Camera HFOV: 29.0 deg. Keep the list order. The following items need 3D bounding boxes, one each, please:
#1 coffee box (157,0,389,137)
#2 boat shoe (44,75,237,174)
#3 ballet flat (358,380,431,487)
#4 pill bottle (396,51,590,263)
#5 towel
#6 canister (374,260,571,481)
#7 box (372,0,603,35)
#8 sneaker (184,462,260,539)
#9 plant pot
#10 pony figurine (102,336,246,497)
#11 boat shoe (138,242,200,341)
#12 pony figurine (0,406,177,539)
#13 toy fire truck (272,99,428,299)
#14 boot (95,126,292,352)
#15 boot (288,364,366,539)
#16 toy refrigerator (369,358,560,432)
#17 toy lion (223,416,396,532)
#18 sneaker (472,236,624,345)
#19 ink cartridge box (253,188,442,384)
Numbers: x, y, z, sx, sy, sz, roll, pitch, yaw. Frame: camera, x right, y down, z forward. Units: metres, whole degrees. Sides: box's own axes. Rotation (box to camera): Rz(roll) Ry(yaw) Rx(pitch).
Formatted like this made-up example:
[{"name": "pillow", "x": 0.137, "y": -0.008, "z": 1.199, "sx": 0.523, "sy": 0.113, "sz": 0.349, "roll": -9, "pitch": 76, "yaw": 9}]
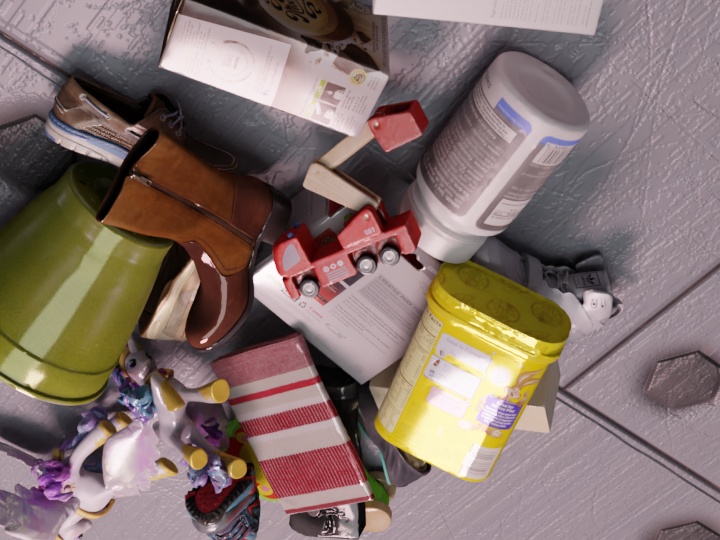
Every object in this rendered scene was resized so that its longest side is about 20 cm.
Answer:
[{"name": "coffee box", "x": -0.078, "y": -0.214, "z": 1.289, "sx": 0.199, "sy": 0.113, "sz": 0.080, "roll": 18, "pitch": 127, "yaw": -15}, {"name": "boat shoe", "x": -0.208, "y": -0.136, "z": 1.382, "sx": 0.199, "sy": 0.072, "sz": 0.073, "roll": 16, "pitch": 118, "yaw": -20}, {"name": "ballet flat", "x": 0.042, "y": 0.187, "z": 1.654, "sx": 0.073, "sy": 0.073, "sz": 0.201, "roll": -13, "pitch": 135, "yaw": 11}, {"name": "pill bottle", "x": 0.126, "y": -0.107, "z": 1.378, "sx": 0.113, "sy": 0.114, "sz": 0.200, "roll": 25, "pitch": 126, "yaw": -19}, {"name": "towel", "x": -0.073, "y": 0.171, "z": 1.534, "sx": 0.143, "sy": 0.023, "sz": 0.201, "roll": -17, "pitch": 101, "yaw": 42}, {"name": "canister", "x": 0.111, "y": 0.107, "z": 1.444, "sx": 0.148, "sy": 0.087, "sz": 0.201, "roll": 26, "pitch": 121, "yaw": 5}, {"name": "box", "x": 0.112, "y": -0.287, "z": 1.220, "sx": 0.198, "sy": 0.125, "sz": 0.098, "roll": 4, "pitch": 130, "yaw": -4}, {"name": "sneaker", "x": -0.144, "y": 0.283, "z": 1.602, "sx": 0.079, "sy": 0.200, "sz": 0.096, "roll": -16, "pitch": 91, "yaw": 6}, {"name": "plant pot", "x": -0.295, "y": 0.000, "z": 1.432, "sx": 0.200, "sy": 0.201, "sz": 0.193, "roll": 31, "pitch": 112, "yaw": -23}, {"name": "pony figurine", "x": -0.207, "y": 0.171, "z": 1.561, "sx": 0.166, "sy": 0.200, "sz": 0.194, "roll": -25, "pitch": 119, "yaw": -29}, {"name": "boat shoe", "x": -0.178, "y": 0.006, "z": 1.505, "sx": 0.065, "sy": 0.072, "sz": 0.200, "roll": 15, "pitch": 131, "yaw": -24}, {"name": "pony figurine", "x": -0.350, "y": 0.254, "z": 1.665, "sx": 0.200, "sy": 0.167, "sz": 0.193, "roll": -43, "pitch": 125, "yaw": 12}, {"name": "toy fire truck", "x": -0.010, "y": -0.068, "z": 1.357, "sx": 0.199, "sy": 0.049, "sz": 0.142, "roll": -21, "pitch": 106, "yaw": 18}, {"name": "boot", "x": -0.174, "y": -0.023, "z": 1.359, "sx": 0.199, "sy": 0.068, "sz": 0.189, "roll": 22, "pitch": 103, "yaw": -49}, {"name": "boot", "x": -0.071, "y": 0.206, "z": 1.610, "sx": 0.164, "sy": 0.066, "sz": 0.201, "roll": 10, "pitch": 117, "yaw": 29}, {"name": "toy refrigerator", "x": 0.118, "y": 0.125, "z": 1.556, "sx": 0.198, "sy": 0.076, "sz": 0.070, "roll": 4, "pitch": 148, "yaw": 18}, {"name": "toy lion", "x": -0.072, "y": 0.243, "z": 1.710, "sx": 0.190, "sy": 0.069, "sz": 0.201, "roll": -10, "pitch": 128, "yaw": 18}, {"name": "sneaker", "x": 0.203, "y": 0.010, "z": 1.504, "sx": 0.114, "sy": 0.075, "sz": 0.200, "roll": -26, "pitch": 130, "yaw": 19}, {"name": "ink cartridge box", "x": 0.000, "y": 0.000, "z": 1.487, "sx": 0.175, "sy": 0.084, "sz": 0.200, "roll": -34, "pitch": 122, "yaw": 23}]
